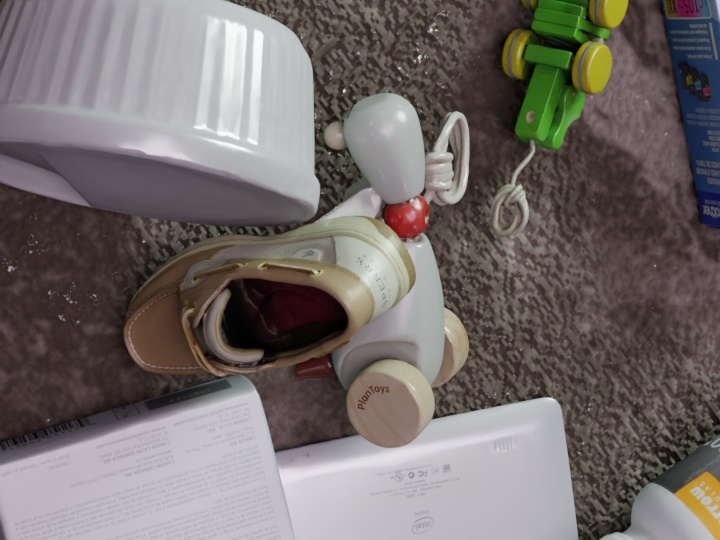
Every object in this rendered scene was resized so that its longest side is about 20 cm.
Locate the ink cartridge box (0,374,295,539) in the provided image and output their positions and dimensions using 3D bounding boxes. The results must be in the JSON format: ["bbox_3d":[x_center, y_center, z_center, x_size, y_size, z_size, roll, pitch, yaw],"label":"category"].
[{"bbox_3d":[-0.117,0.177,1.427,0.162,0.057,0.200,-16,106,-12],"label":"ink cartridge box"}]

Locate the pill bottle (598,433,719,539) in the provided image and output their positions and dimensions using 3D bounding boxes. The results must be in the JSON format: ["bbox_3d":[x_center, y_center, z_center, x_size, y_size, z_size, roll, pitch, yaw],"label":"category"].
[{"bbox_3d":[0.238,0.157,1.508,0.200,0.116,0.117,-33,105,-13],"label":"pill bottle"}]

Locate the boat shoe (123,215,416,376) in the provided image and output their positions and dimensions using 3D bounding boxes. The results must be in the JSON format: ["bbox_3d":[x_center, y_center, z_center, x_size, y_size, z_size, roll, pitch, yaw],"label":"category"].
[{"bbox_3d":[-0.064,0.022,1.356,0.074,0.200,0.066,58,41,-14],"label":"boat shoe"}]

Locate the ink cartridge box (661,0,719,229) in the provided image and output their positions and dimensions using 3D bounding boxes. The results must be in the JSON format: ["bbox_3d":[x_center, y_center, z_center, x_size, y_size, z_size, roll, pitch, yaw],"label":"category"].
[{"bbox_3d":[0.271,-0.103,1.513,0.136,0.076,0.200,-15,102,-16],"label":"ink cartridge box"}]

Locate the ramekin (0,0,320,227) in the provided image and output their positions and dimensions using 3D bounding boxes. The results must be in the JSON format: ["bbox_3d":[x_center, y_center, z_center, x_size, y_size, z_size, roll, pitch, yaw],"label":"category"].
[{"bbox_3d":[-0.117,-0.090,1.328,0.202,0.202,0.094,11,81,-19],"label":"ramekin"}]

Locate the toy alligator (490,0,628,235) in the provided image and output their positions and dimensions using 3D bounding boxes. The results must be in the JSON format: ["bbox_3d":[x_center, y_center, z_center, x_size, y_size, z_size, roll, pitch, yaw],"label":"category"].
[{"bbox_3d":[0.120,-0.115,1.474,0.054,0.059,0.200,12,93,-59],"label":"toy alligator"}]

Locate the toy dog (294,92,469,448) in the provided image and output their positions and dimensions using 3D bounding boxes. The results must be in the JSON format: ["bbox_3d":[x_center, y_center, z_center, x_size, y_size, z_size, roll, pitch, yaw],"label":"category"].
[{"bbox_3d":[0.000,0.000,1.427,0.096,0.132,0.200,1,92,20],"label":"toy dog"}]

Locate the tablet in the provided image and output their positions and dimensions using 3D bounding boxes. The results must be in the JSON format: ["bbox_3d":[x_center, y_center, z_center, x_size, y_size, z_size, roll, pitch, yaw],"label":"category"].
[{"bbox_3d":[0.036,0.156,1.495,0.200,0.014,0.130,-10,99,-16],"label":"tablet"}]
